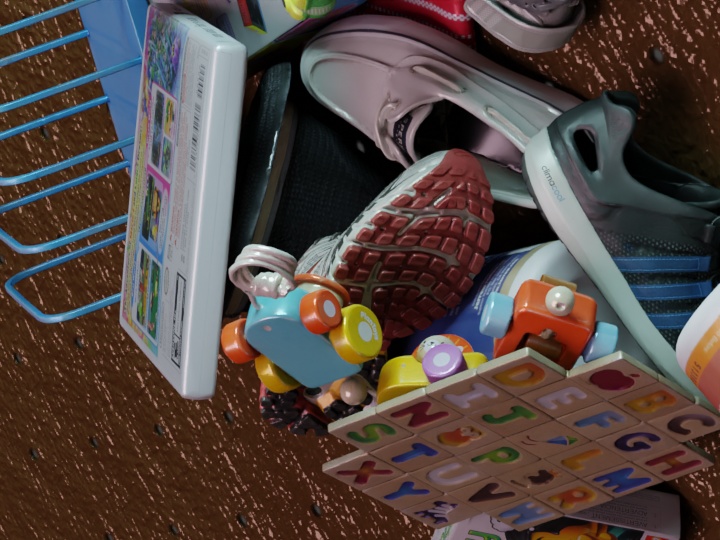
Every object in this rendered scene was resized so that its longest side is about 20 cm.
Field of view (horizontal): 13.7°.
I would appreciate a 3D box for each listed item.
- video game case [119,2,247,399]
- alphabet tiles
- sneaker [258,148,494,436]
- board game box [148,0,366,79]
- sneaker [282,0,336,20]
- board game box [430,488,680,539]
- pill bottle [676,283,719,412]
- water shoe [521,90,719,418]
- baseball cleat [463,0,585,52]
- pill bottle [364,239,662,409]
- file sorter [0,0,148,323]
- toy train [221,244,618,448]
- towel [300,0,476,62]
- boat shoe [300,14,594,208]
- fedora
[{"bbox_3d":[-0.104,-0.044,1.724,0.182,0.024,0.200,-141,56,-70],"label":"video game case"},{"bbox_3d":[0.087,0.093,1.586,0.200,0.166,0.006,-23,53,34],"label":"alphabet tiles"},{"bbox_3d":[0.000,0.000,1.651,0.200,0.078,0.082,-49,34,33],"label":"sneaker"},{"bbox_3d":[-0.075,-0.198,1.749,0.200,0.040,0.153,-24,87,62],"label":"board game box"},{"bbox_3d":[0.021,-0.212,1.528,0.083,0.200,0.074,29,165,-3],"label":"sneaker"},{"bbox_3d":[0.097,0.189,1.756,0.200,0.126,0.035,110,168,-47],"label":"board game box"},{"bbox_3d":[0.258,0.078,1.474,0.200,0.112,0.112,50,143,18],"label":"pill bottle"},{"bbox_3d":[0.168,-0.004,1.566,0.079,0.072,0.200,-36,104,19],"label":"water shoe"},{"bbox_3d":[0.113,-0.161,1.553,0.200,0.070,0.107,25,137,55],"label":"baseball cleat"},{"bbox_3d":[0.073,0.049,1.693,0.200,0.111,0.111,-14,101,55],"label":"pill bottle"},{"bbox_3d":[-0.185,-0.084,1.890,0.139,0.122,0.200,30,138,66],"label":"file sorter"},{"bbox_3d":[0.029,0.023,1.556,0.200,0.056,0.150,14,143,-2],"label":"toy train"},{"bbox_3d":[0.009,-0.187,1.698,0.144,0.022,0.200,23,129,41],"label":"towel"},{"bbox_3d":[0.041,-0.082,1.658,0.200,0.066,0.072,26,129,25],"label":"boat shoe"},{"bbox_3d":[-0.035,-0.030,1.766,0.091,0.201,0.201,15,138,-6],"label":"fedora"}]
